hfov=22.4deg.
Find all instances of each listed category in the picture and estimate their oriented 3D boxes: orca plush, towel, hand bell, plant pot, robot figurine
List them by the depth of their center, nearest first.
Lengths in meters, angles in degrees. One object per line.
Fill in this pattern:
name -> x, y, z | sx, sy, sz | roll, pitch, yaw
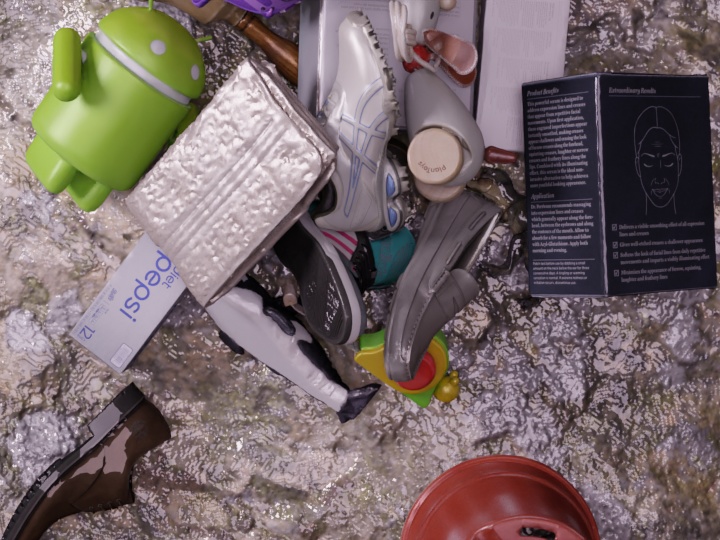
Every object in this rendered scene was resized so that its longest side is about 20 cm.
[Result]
towel -> -0.114, -0.080, 1.625 | 0.200, 0.034, 0.133 | -45, 74, 23
plant pot -> 0.140, 0.283, 1.673 | 0.199, 0.195, 0.203 | 0, 92, -3
robot figurine -> -0.223, -0.155, 1.674 | 0.175, 0.116, 0.200 | 32, 99, -40
hand bell -> -0.105, -0.229, 1.712 | 0.200, 0.104, 0.104 | 41, 89, -16
orca plush -> -0.062, 0.052, 1.720 | 0.199, 0.105, 0.071 | 33, 59, -1

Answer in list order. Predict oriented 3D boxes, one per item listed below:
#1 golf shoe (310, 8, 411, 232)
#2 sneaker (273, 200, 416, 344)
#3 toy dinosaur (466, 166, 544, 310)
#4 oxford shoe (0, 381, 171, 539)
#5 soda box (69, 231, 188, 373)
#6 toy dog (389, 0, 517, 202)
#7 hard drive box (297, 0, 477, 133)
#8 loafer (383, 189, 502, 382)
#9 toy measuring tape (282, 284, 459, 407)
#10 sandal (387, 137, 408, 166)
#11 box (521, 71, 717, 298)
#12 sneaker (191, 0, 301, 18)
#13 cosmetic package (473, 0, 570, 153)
golf shoe -> -0.013, -0.127, 1.610 | 0.096, 0.078, 0.202 | -9, 107, -7
sneaker -> 0.000, 0.000, 1.676 | 0.120, 0.200, 0.084 | 1, 124, -23
toy dinosaur -> 0.165, -0.015, 1.742 | 0.200, 0.047, 0.088 | 40, 83, -7
oxford shoe -> -0.257, 0.205, 1.713 | 0.200, 0.073, 0.084 | -45, 95, -1
soda box -> -0.187, -0.001, 1.711 | 0.063, 0.068, 0.200 | 37, 89, -1
toy dog -> 0.085, -0.158, 1.621 | 0.096, 0.132, 0.202 | -6, 105, 4
hard drive box -> 0.025, -0.230, 1.693 | 0.155, 0.077, 0.202 | 2, 91, -18
loafer -> 0.074, 0.013, 1.670 | 0.069, 0.070, 0.201 | 15, 67, 15
toy measuring tape -> 0.021, 0.058, 1.710 | 0.200, 0.074, 0.074 | 37, 90, -18
sandal -> -0.052, -0.097, 1.704 | 0.198, 0.082, 0.055 | 4, 76, -15
box -> 0.239, -0.078, 1.680 | 0.148, 0.107, 0.202 | -3, 91, -37
sneaker -> -0.062, -0.264, 1.617 | 0.198, 0.081, 0.084 | 3, 119, 16
cosmetic package -> 0.153, -0.213, 1.730 | 0.082, 0.051, 0.202 | 6, 92, -1
